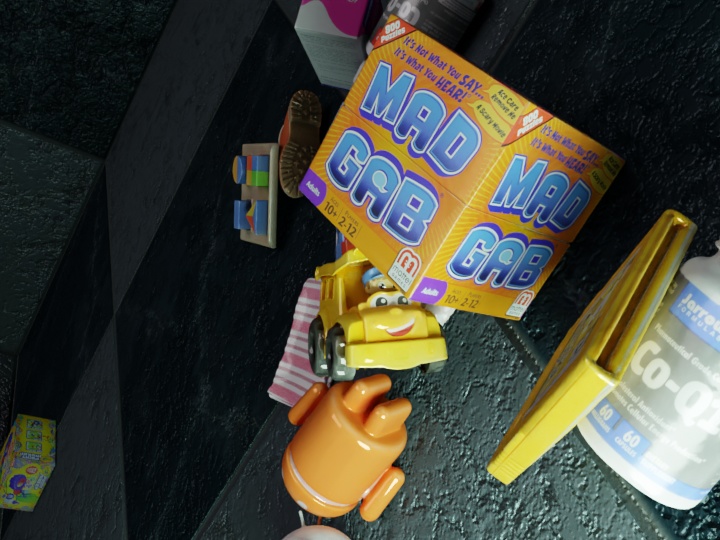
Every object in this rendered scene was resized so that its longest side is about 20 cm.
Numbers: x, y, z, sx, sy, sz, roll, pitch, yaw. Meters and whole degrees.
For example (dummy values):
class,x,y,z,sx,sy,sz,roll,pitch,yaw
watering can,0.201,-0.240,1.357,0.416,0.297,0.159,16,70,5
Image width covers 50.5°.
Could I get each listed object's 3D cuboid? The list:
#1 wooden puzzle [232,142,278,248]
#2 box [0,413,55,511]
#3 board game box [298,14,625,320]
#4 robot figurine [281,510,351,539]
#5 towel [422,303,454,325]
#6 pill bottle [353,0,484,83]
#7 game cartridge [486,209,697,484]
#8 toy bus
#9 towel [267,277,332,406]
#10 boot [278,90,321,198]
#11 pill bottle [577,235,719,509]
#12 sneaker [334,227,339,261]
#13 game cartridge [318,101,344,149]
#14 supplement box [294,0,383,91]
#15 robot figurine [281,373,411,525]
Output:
class,x,y,z,sx,sy,sz,roll,pitch,yaw
wooden puzzle,-0.202,-0.144,1.433,0.199,0.046,0.189,-163,73,-64
box,-1.023,0.586,2.333,0.202,0.121,0.193,-58,33,20
board game box,0.100,-0.097,0.778,0.200,0.198,0.201,45,112,38
robot figurine,-0.047,0.382,0.874,0.202,0.111,0.171,-105,11,-45
towel,0.110,-0.055,0.953,0.201,0.032,0.192,-57,33,23
pill bottle,0.078,-0.331,1.080,0.201,0.113,0.114,-57,33,21
game cartridge,0.180,0.066,0.616,0.177,0.032,0.201,-48,-11,-34
toy bus,0.015,0.026,0.887,0.200,0.133,0.196,168,100,-75
towel,-0.074,0.109,1.158,0.146,0.030,0.203,5,77,58
boot,-0.116,-0.211,1.382,0.107,0.074,0.203,140,140,-60
pill bottle,0.259,0.063,0.562,0.202,0.113,0.114,-59,32,19
sneaker,0.000,0.000,1.061,0.082,0.073,0.204,116,154,-73
game cartridge,-0.005,-0.192,1.214,0.134,0.041,0.200,-57,33,14
supplement box,-0.022,-0.362,1.172,0.200,0.102,0.103,45,-120,-76
robot figurine,-0.020,0.217,0.925,0.201,0.143,0.117,-54,12,25
